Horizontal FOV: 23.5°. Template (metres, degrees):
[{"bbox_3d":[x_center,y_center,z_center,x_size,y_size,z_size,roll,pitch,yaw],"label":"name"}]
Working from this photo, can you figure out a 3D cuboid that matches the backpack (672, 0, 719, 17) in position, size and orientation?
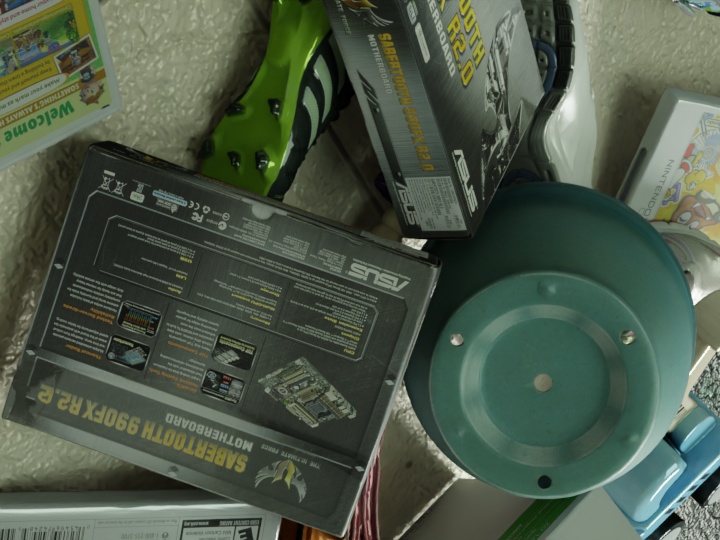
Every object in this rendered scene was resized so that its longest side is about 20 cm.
[{"bbox_3d":[0.231,-0.255,1.161,0.200,0.154,0.163,13,107,-35],"label":"backpack"}]

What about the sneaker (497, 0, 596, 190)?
[{"bbox_3d":[0.124,-0.115,1.174,0.087,0.074,0.200,-42,139,-48],"label":"sneaker"}]

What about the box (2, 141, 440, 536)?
[{"bbox_3d":[-0.075,0.036,0.944,0.048,0.200,0.159,-65,173,-82],"label":"box"}]

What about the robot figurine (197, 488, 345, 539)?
[{"bbox_3d":[-0.064,0.193,1.133,0.145,0.058,0.200,-3,111,-44],"label":"robot figurine"}]

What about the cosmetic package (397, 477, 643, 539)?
[{"bbox_3d":[0.104,0.208,1.196,0.108,0.200,0.085,-44,103,-23],"label":"cosmetic package"}]

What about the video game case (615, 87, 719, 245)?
[{"bbox_3d":[0.279,-0.039,1.313,0.200,0.023,0.182,8,118,-27],"label":"video game case"}]

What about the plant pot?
[{"bbox_3d":[0.114,0.052,1.070,0.188,0.200,0.200,-51,159,-81],"label":"plant pot"}]

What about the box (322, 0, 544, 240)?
[{"bbox_3d":[0.045,-0.143,1.023,0.158,0.048,0.200,-59,140,-45],"label":"box"}]

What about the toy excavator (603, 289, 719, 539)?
[{"bbox_3d":[0.227,0.115,1.286,0.194,0.100,0.200,-45,156,3],"label":"toy excavator"}]

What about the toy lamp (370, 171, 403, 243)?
[{"bbox_3d":[0.000,0.000,1.104,0.200,0.058,0.058,-53,137,-10],"label":"toy lamp"}]

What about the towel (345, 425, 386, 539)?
[{"bbox_3d":[0.007,0.122,1.079,0.200,0.023,0.144,3,92,-88],"label":"towel"}]

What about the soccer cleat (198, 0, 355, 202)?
[{"bbox_3d":[-0.035,-0.101,1.011,0.081,0.067,0.200,18,93,-49],"label":"soccer cleat"}]

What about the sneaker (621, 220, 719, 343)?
[{"bbox_3d":[0.195,0.018,1.245,0.200,0.088,0.081,-1,122,-26],"label":"sneaker"}]

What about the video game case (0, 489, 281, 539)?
[{"bbox_3d":[-0.154,0.217,1.036,0.200,0.022,0.183,2,109,-26],"label":"video game case"}]

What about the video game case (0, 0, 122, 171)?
[{"bbox_3d":[-0.218,-0.121,0.849,0.200,0.022,0.182,-32,129,-31],"label":"video game case"}]
